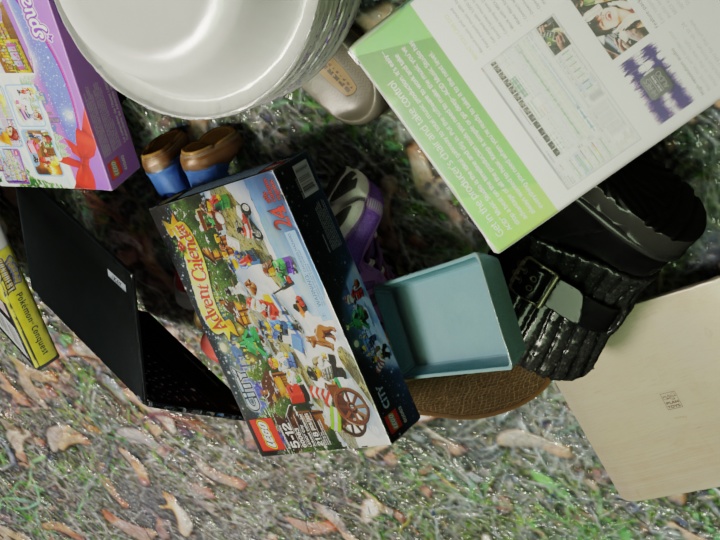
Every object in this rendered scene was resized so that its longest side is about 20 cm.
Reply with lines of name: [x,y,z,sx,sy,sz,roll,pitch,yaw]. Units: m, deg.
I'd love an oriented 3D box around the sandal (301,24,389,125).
sandal: [-0.065,-0.161,0.903,0.200,0.055,0.081,44,139,-10]

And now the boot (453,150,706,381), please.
boot: [0.096,-0.037,0.869,0.211,0.079,0.158,43,136,7]

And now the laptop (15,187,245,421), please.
laptop: [-0.173,0.022,1.086,0.177,0.199,0.104,38,103,38]

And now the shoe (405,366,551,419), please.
shoe: [0.045,0.077,1.036,0.197,0.054,0.070,-11,136,9]

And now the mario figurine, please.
mario figurine: [-0.097,-0.017,1.071,0.123,0.105,0.202,39,148,60]

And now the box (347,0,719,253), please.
box: [0.112,-0.124,0.754,0.199,0.036,0.145,-35,98,19]

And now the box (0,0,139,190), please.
box: [-0.242,-0.153,0.958,0.135,0.039,0.202,5,123,30]

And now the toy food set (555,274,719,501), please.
toy food set: [0.222,0.071,0.941,0.199,0.060,0.145,-21,104,43]

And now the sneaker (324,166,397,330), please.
sneaker: [0.000,0.000,1.018,0.082,0.082,0.201,12,147,2]

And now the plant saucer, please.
plant saucer: [0.054,0.031,0.886,0.200,0.019,0.071,160,93,-73]

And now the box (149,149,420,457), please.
box: [-0.054,0.029,0.960,0.135,0.038,0.202,-13,106,44]

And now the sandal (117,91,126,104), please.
sandal: [-0.207,-0.193,0.974,0.074,0.048,0.202,11,134,25]

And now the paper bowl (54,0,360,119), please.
paper bowl: [-0.103,-0.190,0.814,0.198,0.104,0.204,9,110,26]

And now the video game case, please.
video game case: [-0.335,-0.032,1.175,0.199,0.025,0.182,36,150,44]
